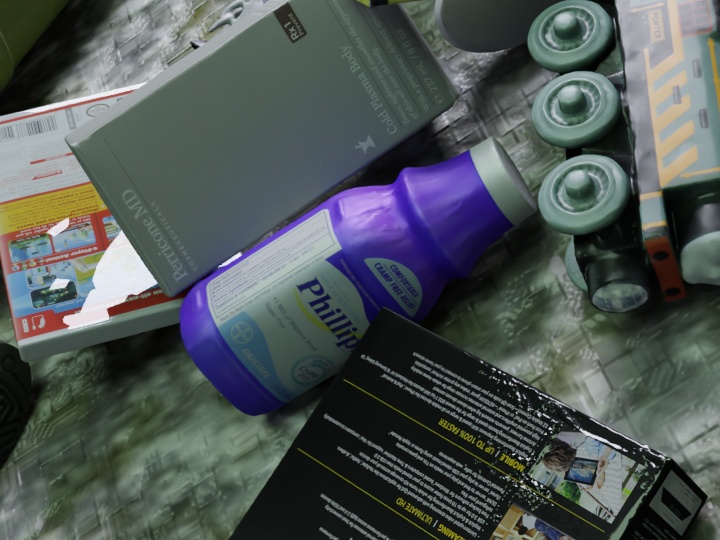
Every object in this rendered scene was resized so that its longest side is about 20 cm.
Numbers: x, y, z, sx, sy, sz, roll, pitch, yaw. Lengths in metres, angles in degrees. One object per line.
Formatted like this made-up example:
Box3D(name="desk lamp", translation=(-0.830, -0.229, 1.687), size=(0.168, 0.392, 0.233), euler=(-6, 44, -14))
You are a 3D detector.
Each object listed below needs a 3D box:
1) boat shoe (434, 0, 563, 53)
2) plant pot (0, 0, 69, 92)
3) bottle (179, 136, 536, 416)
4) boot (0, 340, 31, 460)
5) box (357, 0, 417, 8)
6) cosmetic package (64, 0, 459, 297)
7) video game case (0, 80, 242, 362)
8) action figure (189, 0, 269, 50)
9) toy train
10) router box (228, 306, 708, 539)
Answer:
Box3D(name="boat shoe", translation=(0.118, -0.209, 0.993), size=(0.200, 0.071, 0.070), euler=(-48, 18, 3))
Box3D(name="plant pot", translation=(-0.276, -0.235, 1.218), size=(0.190, 0.201, 0.199), euler=(-45, 44, -19))
Box3D(name="bottle", translation=(0.000, 0.000, 0.909), size=(0.199, 0.084, 0.066), euler=(-31, 36, 13))
Box3D(name="boot", translation=(-0.317, 0.104, 1.081), size=(0.199, 0.073, 0.183), euler=(16, 68, 48))
Box3D(name="box", translation=(0.087, -0.192, 0.909), size=(0.198, 0.076, 0.050), euler=(-10, 23, -18))
Box3D(name="cosmetic package", translation=(-0.059, -0.085, 0.955), size=(0.199, 0.107, 0.090), euler=(-37, 13, -9))
Box3D(name="video game case", translation=(-0.157, -0.039, 1.047), size=(0.142, 0.018, 0.201), euler=(-14, 48, -9))
Box3D(name="action figure", translation=(-0.018, -0.197, 1.040), size=(0.069, 0.130, 0.201), euler=(30, 84, 19))
Box3D(name="toy train", translation=(0.149, -0.073, 0.859), size=(0.113, 0.085, 0.202), euler=(-12, 53, 17))
Box3D(name="router box", translation=(0.045, 0.121, 0.813), size=(0.199, 0.051, 0.150), euler=(27, 79, 44))
